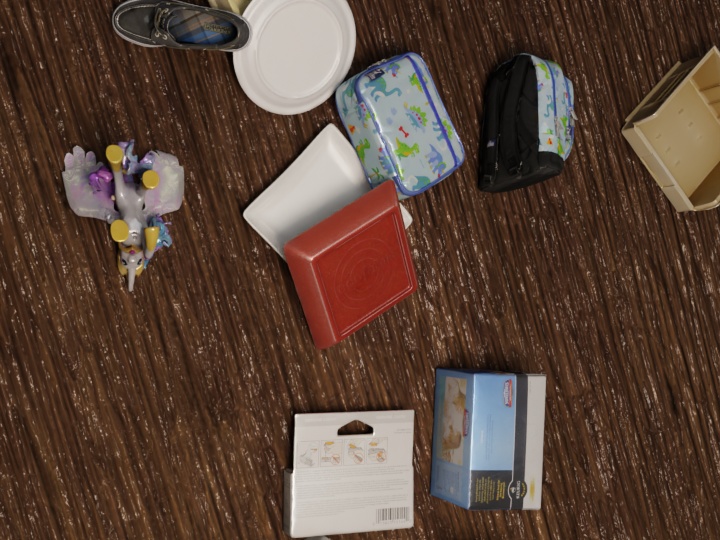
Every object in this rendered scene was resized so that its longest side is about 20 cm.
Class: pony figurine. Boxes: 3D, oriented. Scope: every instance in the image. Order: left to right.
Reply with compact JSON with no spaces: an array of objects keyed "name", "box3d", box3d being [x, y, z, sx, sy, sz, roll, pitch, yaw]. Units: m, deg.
[{"name":"pony figurine","box3d":[-0.306,-0.089,1.282,0.164,0.200,0.196,-4,74,-16]}]

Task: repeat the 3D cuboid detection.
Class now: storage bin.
[{"name":"storage bin","box3d":[0.583,-0.240,1.697,0.199,0.093,0.201,-45,105,-18]}]

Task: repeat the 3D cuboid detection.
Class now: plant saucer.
[{"name":"plant saucer","box3d":[0.000,0.000,1.423,0.198,0.037,0.202,-32,129,-21]}]

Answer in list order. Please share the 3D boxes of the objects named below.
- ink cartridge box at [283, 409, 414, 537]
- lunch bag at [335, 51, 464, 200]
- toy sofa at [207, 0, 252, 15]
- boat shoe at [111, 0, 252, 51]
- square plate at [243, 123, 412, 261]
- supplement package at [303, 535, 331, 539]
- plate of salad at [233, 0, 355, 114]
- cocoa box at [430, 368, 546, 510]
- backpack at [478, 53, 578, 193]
[{"name":"ink cartridge box","box3d":[-0.016,0.297,1.451,0.197,0.045,0.179,2,88,-23]},{"name":"lunch bag","box3d":[0.063,-0.218,1.471,0.160,0.082,0.202,-29,99,-37]},{"name":"toy sofa","box3d":[-0.138,-0.437,1.413,0.199,0.097,0.083,-41,128,-19]},{"name":"boat shoe","box3d":[-0.247,-0.331,1.323,0.197,0.066,0.071,12,102,3]},{"name":"square plate","box3d":[-0.048,-0.079,1.459,0.200,0.028,0.198,-47,106,-17]},{"name":"supplement package","box3d":[-0.052,0.507,1.370,0.149,0.151,0.202,-29,99,-21]},{"name":"plate of salad","box3d":[-0.097,-0.327,1.415,0.198,0.048,0.203,-17,125,-25]},{"name":"cocoa box","box3d":[0.193,0.254,1.493,0.129,0.133,0.204,4,87,-22]},{"name":"backpack","box3d":[0.262,-0.238,1.538,0.152,0.162,0.203,-6,84,-31]}]
